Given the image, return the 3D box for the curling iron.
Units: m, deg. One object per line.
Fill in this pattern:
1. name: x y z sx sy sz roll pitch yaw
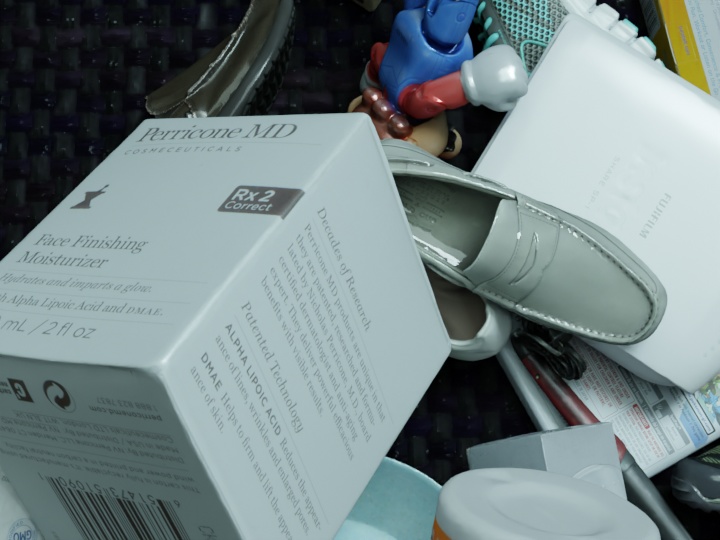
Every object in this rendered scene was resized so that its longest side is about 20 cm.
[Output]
1. curling iron: 0.152 0.110 0.787 0.025 0.050 0.201 -31 84 -17

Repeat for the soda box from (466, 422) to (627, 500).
1. soda box: 0.121 0.193 0.751 0.063 0.068 0.203 -3 78 -38

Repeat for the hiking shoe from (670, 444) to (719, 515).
1. hiking shoe: 0.269 0.082 0.797 0.197 0.076 0.102 -16 96 -17

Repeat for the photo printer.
1. photo printer: 0.168 -0.035 0.801 0.199 0.069 0.168 33 93 7

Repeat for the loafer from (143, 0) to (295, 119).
1. loafer: -0.105 -0.103 0.844 0.071 0.073 0.202 28 75 4

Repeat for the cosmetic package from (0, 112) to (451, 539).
1. cosmetic package: -0.080 0.040 0.698 0.163 0.167 0.201 3 40 33

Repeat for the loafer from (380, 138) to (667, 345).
1. loafer: 0.079 -0.012 0.743 0.198 0.070 0.071 25 105 8

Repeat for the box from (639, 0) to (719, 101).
1. box: 0.299 -0.163 0.898 0.197 0.042 0.121 -9 74 -8

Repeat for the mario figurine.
1. mario figurine: 0.050 -0.121 0.821 0.105 0.124 0.202 23 118 2

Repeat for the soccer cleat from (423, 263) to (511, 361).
1. soccer cleat: 0.000 0.000 0.809 0.197 0.078 0.070 20 83 11

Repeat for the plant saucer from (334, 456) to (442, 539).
1. plant saucer: -0.013 0.210 0.778 0.197 0.039 0.204 1 74 -3

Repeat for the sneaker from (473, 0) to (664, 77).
1. sneaker: 0.106 -0.159 0.872 0.200 0.078 0.091 43 81 11

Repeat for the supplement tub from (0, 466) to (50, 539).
1. supplement tub: -0.233 0.161 0.735 0.130 0.132 0.203 11 74 1

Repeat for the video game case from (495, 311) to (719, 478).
1. video game case: 0.171 0.023 0.848 0.180 0.022 0.202 -27 76 -9

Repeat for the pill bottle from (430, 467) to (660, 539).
1. pill bottle: 0.078 0.213 0.664 0.112 0.114 0.203 9 101 0

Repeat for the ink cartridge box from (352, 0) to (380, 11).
1. ink cartridge box: 0.029 -0.299 0.859 0.074 0.165 0.202 29 74 8
